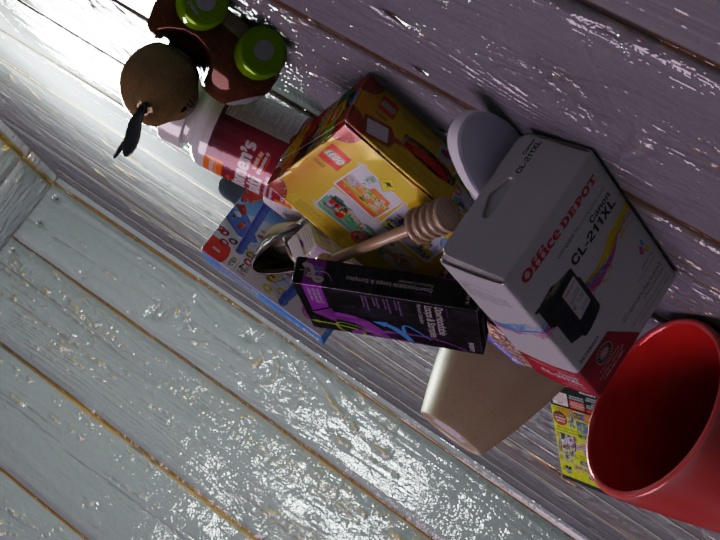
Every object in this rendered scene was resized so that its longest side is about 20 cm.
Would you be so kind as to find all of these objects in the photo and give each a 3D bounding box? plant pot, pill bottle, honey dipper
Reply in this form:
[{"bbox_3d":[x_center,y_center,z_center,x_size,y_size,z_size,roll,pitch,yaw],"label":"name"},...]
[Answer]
[{"bbox_3d":[0.357,0.173,1.322,0.176,0.202,0.200,29,173,-20],"label":"plant pot"},{"bbox_3d":[-0.136,-0.158,1.573,0.199,0.110,0.110,25,169,2],"label":"pill bottle"},{"bbox_3d":[0.019,-0.031,1.342,0.199,0.038,0.038,-20,129,44],"label":"honey dipper"},{"bbox_3d":[0.169,0.123,1.643,0.187,0.201,0.187,35,171,7],"label":"plant pot"}]

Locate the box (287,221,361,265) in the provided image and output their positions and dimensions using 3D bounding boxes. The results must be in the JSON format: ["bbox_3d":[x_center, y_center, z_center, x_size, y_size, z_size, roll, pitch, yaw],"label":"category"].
[{"bbox_3d":[0.000,0.000,1.545,0.199,0.039,0.042,24,-146,-42],"label":"box"}]

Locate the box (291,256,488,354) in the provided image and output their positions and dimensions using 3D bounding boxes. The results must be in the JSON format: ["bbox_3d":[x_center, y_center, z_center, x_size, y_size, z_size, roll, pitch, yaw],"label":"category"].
[{"bbox_3d":[0.036,0.039,1.403,0.198,0.036,0.143,7,160,11],"label":"box"}]

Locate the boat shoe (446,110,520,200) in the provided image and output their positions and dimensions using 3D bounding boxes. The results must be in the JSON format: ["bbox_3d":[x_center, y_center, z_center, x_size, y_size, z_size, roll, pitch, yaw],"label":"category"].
[{"bbox_3d":[0.128,-0.080,1.225,0.065,0.074,0.200,19,159,47],"label":"boat shoe"}]

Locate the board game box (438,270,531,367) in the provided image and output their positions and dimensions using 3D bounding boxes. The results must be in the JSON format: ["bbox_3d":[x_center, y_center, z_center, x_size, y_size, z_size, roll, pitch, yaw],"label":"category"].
[{"bbox_3d":[0.190,0.030,1.441,0.159,0.097,0.200,40,169,-17],"label":"board game box"}]

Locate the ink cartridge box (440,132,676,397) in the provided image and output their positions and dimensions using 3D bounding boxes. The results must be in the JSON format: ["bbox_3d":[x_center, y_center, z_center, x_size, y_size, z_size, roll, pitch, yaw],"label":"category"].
[{"bbox_3d":[0.181,-0.003,1.181,0.083,0.146,0.200,24,164,46],"label":"ink cartridge box"}]

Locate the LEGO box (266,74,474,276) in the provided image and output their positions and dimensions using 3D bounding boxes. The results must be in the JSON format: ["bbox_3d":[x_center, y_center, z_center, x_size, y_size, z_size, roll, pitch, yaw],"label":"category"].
[{"bbox_3d":[0.027,-0.083,1.368,0.200,0.077,0.149,40,138,-17],"label":"LEGO box"}]

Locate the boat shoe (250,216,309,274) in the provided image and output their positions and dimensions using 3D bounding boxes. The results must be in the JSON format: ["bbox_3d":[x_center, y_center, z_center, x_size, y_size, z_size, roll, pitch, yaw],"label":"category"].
[{"bbox_3d":[-0.061,-0.030,1.589,0.073,0.065,0.199,47,145,-16],"label":"boat shoe"}]

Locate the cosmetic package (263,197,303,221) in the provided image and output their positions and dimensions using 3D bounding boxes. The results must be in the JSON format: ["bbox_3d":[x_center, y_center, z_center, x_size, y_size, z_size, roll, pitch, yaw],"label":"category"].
[{"bbox_3d":[-0.016,-0.075,1.657,0.199,0.102,0.071,36,169,2],"label":"cosmetic package"}]

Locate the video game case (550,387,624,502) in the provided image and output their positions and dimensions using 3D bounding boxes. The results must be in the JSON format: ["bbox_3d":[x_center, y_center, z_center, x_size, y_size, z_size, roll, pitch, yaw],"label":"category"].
[{"bbox_3d":[0.306,0.199,1.708,0.200,0.025,0.182,-172,72,-70],"label":"video game case"}]

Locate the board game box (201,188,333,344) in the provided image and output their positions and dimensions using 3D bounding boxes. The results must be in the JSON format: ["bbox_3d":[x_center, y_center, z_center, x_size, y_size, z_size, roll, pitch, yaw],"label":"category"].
[{"bbox_3d":[-0.072,-0.042,1.721,0.199,0.196,0.056,34,170,7],"label":"board game box"}]

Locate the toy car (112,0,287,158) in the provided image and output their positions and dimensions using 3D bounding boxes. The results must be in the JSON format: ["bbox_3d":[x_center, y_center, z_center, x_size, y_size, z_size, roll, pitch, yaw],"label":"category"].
[{"bbox_3d":[-0.198,-0.198,1.432,0.157,0.201,0.164,39,170,-14],"label":"toy car"}]

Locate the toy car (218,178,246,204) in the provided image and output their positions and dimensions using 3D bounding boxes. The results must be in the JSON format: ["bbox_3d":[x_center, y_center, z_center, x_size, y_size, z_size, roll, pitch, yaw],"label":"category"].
[{"bbox_3d":[-0.099,-0.072,1.818,0.201,0.164,0.158,55,165,-15],"label":"toy car"}]
